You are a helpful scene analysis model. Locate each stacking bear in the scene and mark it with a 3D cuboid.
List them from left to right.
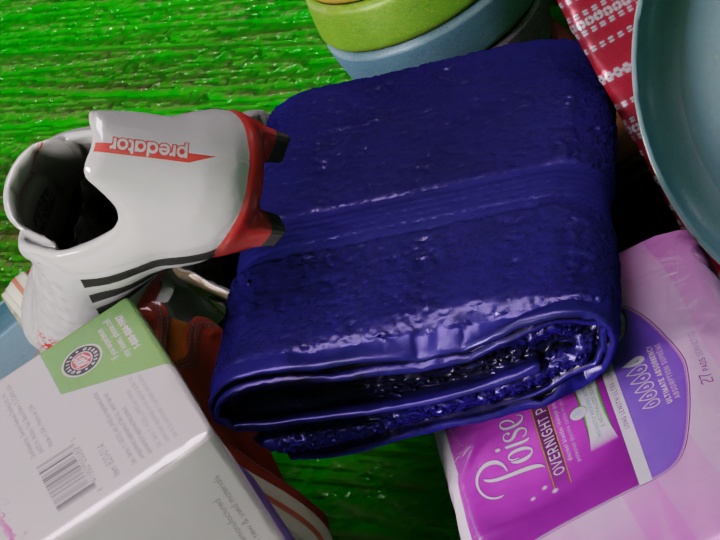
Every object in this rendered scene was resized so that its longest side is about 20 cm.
[{"bbox_3d":[0.012,-0.150,1.205,0.114,0.201,0.121,-42,31,-18],"label":"stacking bear"}]

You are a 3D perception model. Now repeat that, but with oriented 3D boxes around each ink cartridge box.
[{"bbox_3d":[-0.134,0.109,0.916,0.199,0.068,0.117,-33,30,-4],"label":"ink cartridge box"}]

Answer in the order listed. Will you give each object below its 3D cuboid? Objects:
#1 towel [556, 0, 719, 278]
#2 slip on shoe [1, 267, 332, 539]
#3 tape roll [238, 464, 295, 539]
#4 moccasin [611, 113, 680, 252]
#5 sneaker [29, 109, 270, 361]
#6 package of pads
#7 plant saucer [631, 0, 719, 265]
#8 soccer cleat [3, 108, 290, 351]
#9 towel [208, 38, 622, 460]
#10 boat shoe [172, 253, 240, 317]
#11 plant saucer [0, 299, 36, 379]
[{"bbox_3d":[0.159,-0.093,0.992,0.144,0.201,0.022,-28,7,8],"label":"towel"},{"bbox_3d":[-0.072,0.049,1.072,0.061,0.074,0.200,-40,50,-10],"label":"slip on shoe"},{"bbox_3d":[-0.100,0.162,0.959,0.199,0.085,0.201,-24,30,15],"label":"tape roll"},{"bbox_3d":[0.166,-0.071,1.079,0.201,0.074,0.078,-32,36,15],"label":"moccasin"},{"bbox_3d":[-0.098,0.000,1.209,0.082,0.075,0.200,1,44,42],"label":"sneaker"},{"bbox_3d":[0.093,0.079,0.909,0.120,0.076,0.200,-26,30,8],"label":"package of pads"},{"bbox_3d":[0.197,-0.076,0.955,0.199,0.201,0.027,-28,-1,6],"label":"plant saucer"},{"bbox_3d":[-0.099,-0.017,0.981,0.200,0.085,0.069,-27,56,59],"label":"soccer cleat"},{"bbox_3d":[0.026,-0.010,0.983,0.147,0.050,0.201,-11,33,12],"label":"towel"},{"bbox_3d":[0.000,0.000,1.100,0.199,0.068,0.075,-8,73,47],"label":"boat shoe"},{"bbox_3d":[-0.166,0.038,1.277,0.200,0.019,0.070,-44,31,-19],"label":"plant saucer"}]
